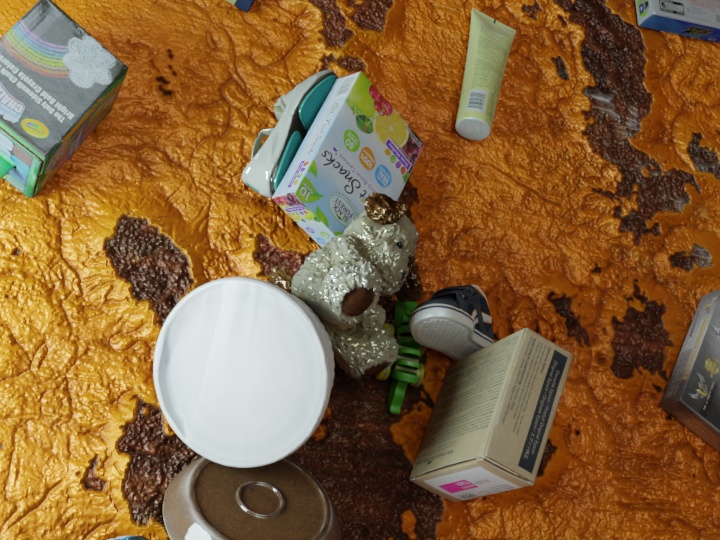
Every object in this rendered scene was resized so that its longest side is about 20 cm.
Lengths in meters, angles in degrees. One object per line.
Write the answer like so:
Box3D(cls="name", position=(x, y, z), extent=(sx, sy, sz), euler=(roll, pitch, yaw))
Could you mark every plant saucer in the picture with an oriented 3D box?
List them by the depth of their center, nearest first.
Box3D(cls="plant saucer", position=(-0.110, 0.254, 1.083), extent=(0.197, 0.035, 0.201), euler=(14, 29, -8))

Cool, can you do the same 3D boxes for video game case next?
Box3D(cls="video game case", position=(0.536, -0.475, 1.667), extent=(0.197, 0.045, 0.184), euler=(5, 73, -23))

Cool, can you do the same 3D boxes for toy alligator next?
Box3D(cls="toy alligator", position=(0.058, 0.076, 1.272), extent=(0.058, 0.054, 0.203), euler=(14, 69, -20))

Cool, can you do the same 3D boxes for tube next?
Box3D(cls="tube", position=(0.176, -0.280, 1.446), extent=(0.058, 0.051, 0.203), euler=(50, 46, -51))

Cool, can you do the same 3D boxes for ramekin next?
Box3D(cls="ramekin", position=(-0.119, 0.107, 1.116), extent=(0.199, 0.094, 0.206), euler=(0, 92, 13))

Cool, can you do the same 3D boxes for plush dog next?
Box3D(cls="plush dog", position=(0.000, 0.000, 1.197), extent=(0.160, 0.201, 0.172), euler=(35, 67, 31))

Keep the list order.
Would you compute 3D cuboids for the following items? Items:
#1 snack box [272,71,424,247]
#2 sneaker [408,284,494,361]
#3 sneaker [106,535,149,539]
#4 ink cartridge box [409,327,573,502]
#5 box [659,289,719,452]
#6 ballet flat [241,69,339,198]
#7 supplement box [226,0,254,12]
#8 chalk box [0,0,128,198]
Box3D(cls="snack box", position=(-0.011, -0.127, 1.282), extent=(0.142, 0.053, 0.202), euler=(43, 60, -30))
Box3D(cls="sneaker", position=(0.110, 0.054, 1.251), extent=(0.077, 0.200, 0.081), euler=(-11, 69, 19))
Box3D(cls="sneaker", position=(-0.286, 0.352, 1.031), extent=(0.199, 0.075, 0.088), euler=(-36, 108, -28))
Box3D(cls="ink cartridge box", position=(0.151, 0.176, 1.199), extent=(0.074, 0.200, 0.167), euler=(28, 65, -12))
Box3D(cls="box", position=(0.533, 0.153, 1.465), extent=(0.158, 0.048, 0.201), euler=(37, 62, -10))
Box3D(cls="ballet flat", position=(-0.092, -0.181, 1.284), extent=(0.069, 0.069, 0.202), euler=(31, 64, -12))
Box3D(cls="supplement box", position=(-0.174, -0.486, 1.300), extent=(0.198, 0.134, 0.202), euler=(29, 64, -13))
Box3D(cls="chalk box", position=(-0.371, -0.173, 1.121), extent=(0.124, 0.124, 0.201), euler=(39, 63, -9))
